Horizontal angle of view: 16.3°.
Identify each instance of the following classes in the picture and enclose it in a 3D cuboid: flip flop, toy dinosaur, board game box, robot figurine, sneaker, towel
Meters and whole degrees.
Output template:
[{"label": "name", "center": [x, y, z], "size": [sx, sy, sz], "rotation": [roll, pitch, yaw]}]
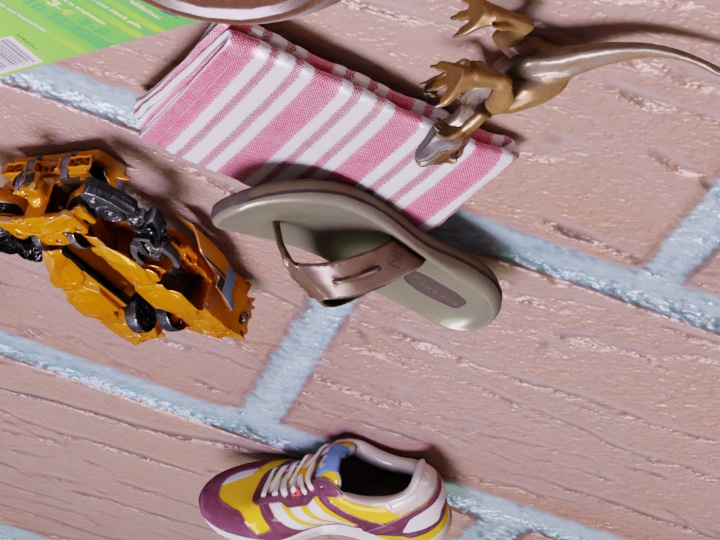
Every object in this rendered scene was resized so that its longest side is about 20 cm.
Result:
[{"label": "flip flop", "center": [0.000, 0.000, 1.536], "size": [0.200, 0.058, 0.081], "rotation": [28, 150, -28]}, {"label": "toy dinosaur", "center": [0.096, -0.110, 1.357], "size": [0.200, 0.061, 0.106], "rotation": [-17, 156, 41]}, {"label": "board game box", "center": [-0.164, -0.161, 1.407], "size": [0.200, 0.030, 0.096], "rotation": [-8, 144, 40]}, {"label": "robot figurine", "center": [-0.162, -0.015, 1.642], "size": [0.145, 0.058, 0.200], "rotation": [-4, 148, 32]}, {"label": "sneaker", "center": [-0.032, 0.160, 1.899], "size": [0.199, 0.075, 0.090], "rotation": [0, 141, 15]}, {"label": "towel", "center": [-0.021, -0.082, 1.484], "size": [0.200, 0.030, 0.146], "rotation": [22, 152, -19]}]

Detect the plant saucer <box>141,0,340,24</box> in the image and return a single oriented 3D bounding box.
[{"label": "plant saucer", "center": [-0.073, -0.184, 1.278], "size": [0.200, 0.037, 0.201], "rotation": [7, 146, 5]}]
